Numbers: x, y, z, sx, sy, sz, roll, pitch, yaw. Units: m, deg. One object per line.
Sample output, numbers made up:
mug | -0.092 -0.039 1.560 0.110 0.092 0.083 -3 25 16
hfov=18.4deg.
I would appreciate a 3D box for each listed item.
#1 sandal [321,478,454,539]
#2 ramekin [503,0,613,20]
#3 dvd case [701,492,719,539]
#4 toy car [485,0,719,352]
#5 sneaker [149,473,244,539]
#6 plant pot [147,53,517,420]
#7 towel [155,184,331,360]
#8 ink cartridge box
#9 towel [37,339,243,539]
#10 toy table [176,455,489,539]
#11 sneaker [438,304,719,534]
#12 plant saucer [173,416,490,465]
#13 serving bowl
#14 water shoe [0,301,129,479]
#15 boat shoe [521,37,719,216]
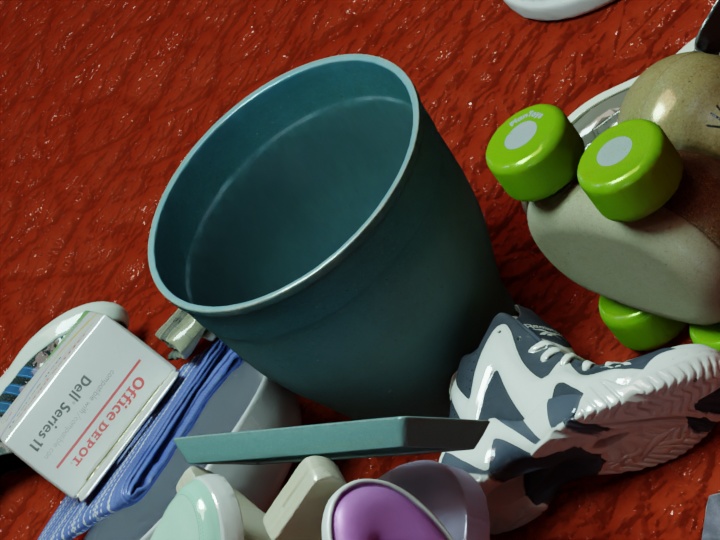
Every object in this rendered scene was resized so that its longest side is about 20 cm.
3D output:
sandal | 0.050 0.199 1.185 0.082 0.204 0.050 -24 -6 -37
ramekin | 0.157 -0.289 1.605 0.201 0.094 0.203 -29 38 26
dvd case | 0.227 0.191 1.125 0.148 0.016 0.201 -16 46 38
toy car | 0.202 -0.072 1.291 0.200 0.164 0.157 -51 34 -17
sneaker | -0.145 0.198 1.227 0.074 0.118 0.202 38 107 54
plant pot | 0.000 0.000 1.405 0.199 0.188 0.201 -24 40 22
towel | -0.068 -0.011 1.569 0.200 0.035 0.193 -47 6 -5
ink cartridge box | -0.196 0.093 1.569 0.117 0.067 0.200 -53 10 -8
towel | -0.157 0.129 1.530 0.145 0.024 0.200 -57 11 -32
toy table | -0.028 0.186 1.276 0.184 0.116 0.201 43 111 51
sneaker | 0.125 0.060 1.309 0.199 0.079 0.130 -36 43 34
plant saucer | -0.020 0.098 1.260 0.199 0.070 0.019 -8 80 47
serving bowl | -0.104 0.150 1.462 0.200 0.066 0.200 -47 11 11
water shoe | -0.243 0.109 1.700 0.200 0.071 0.079 -41 62 9
boat shoe | 0.189 -0.084 1.389 0.201 0.072 0.060 -36 31 11
